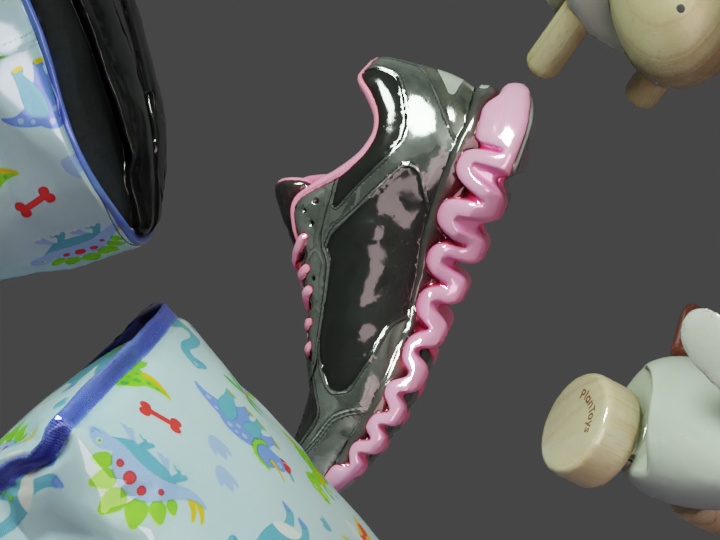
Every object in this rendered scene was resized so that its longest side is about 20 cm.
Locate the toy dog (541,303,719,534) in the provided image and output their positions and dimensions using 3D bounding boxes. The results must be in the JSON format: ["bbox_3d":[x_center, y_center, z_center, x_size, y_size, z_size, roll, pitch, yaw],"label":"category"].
[{"bbox_3d":[0.171,0.057,1.246,0.132,0.199,0.097,29,72,-45],"label":"toy dog"}]

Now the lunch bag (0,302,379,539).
[{"bbox_3d":[-0.064,0.111,1.122,0.127,0.200,0.170,-38,96,26],"label":"lunch bag"}]

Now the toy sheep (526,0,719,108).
[{"bbox_3d":[0.123,-0.155,1.195,0.137,0.201,0.138,-4,141,-3],"label":"toy sheep"}]

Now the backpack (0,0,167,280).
[{"bbox_3d":[-0.160,-0.092,1.101,0.146,0.183,0.201,-20,104,9],"label":"backpack"}]

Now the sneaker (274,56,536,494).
[{"bbox_3d":[0.000,0.000,1.234,0.095,0.079,0.201,24,91,1],"label":"sneaker"}]
